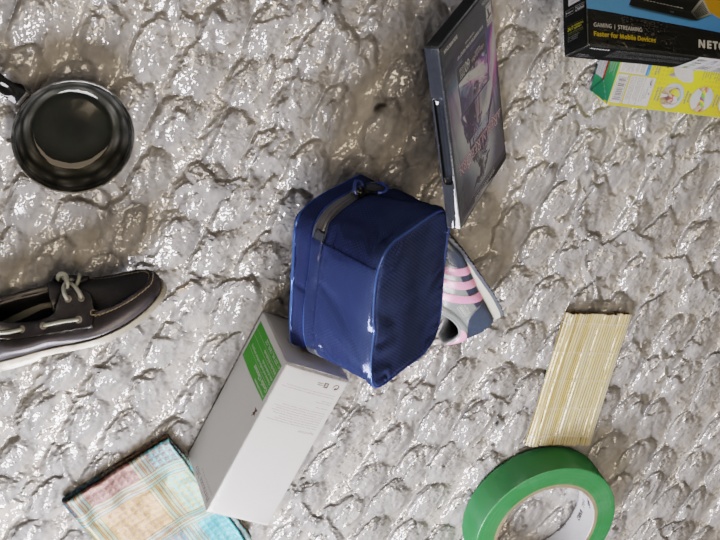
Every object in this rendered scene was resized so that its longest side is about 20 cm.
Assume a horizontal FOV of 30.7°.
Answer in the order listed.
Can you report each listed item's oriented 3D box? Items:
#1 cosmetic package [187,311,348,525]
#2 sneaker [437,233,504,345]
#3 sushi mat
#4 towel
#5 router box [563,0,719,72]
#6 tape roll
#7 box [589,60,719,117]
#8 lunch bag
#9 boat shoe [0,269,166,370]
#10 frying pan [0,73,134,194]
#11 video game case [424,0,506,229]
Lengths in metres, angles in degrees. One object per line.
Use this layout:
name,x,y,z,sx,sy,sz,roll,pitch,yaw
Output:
cosmetic package,-0.103,0.163,1.431,0.084,0.108,0.201,19,110,-30
sneaker,0.084,0.008,1.433,0.082,0.070,0.200,-37,125,0
sushi mat,0.268,0.137,1.622,0.095,0.012,0.202,0,119,-23
towel,-0.231,0.290,1.510,0.146,0.022,0.201,-32,126,-2
router box,0.296,-0.282,1.310,0.198,0.051,0.151,1,84,-23
tape roll,0.231,0.322,1.698,0.199,0.048,0.202,-10,123,-16
box,0.356,-0.230,1.413,0.198,0.048,0.118,4,117,-22
lunch bag,0.000,0.000,1.347,0.136,0.132,0.202,-30,134,-47
boat shoe,-0.291,0.037,1.292,0.198,0.073,0.063,-20,126,-4
frying pan,-0.303,-0.135,1.215,0.189,0.031,0.116,14,113,-25
video game case,0.108,-0.164,1.312,0.019,0.143,0.201,7,128,25
